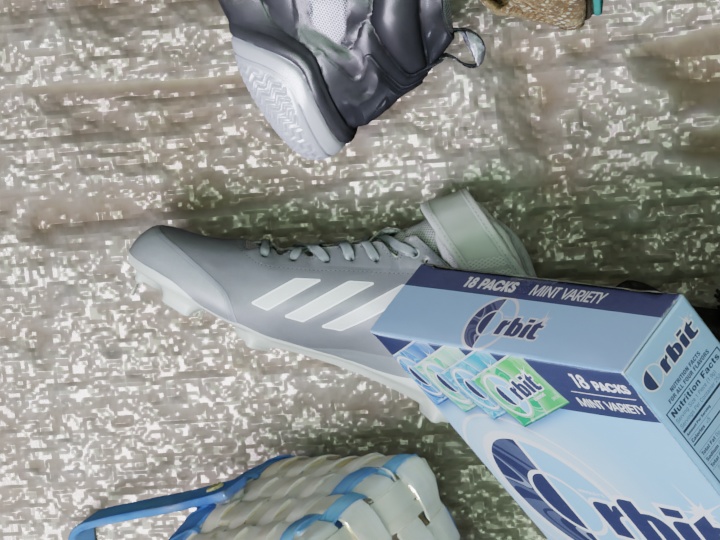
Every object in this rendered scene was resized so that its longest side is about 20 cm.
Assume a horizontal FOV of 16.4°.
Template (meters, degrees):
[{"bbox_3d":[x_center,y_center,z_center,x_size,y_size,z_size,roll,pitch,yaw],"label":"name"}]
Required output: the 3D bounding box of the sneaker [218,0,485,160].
[{"bbox_3d":[-0.022,-0.156,1.081,0.113,0.076,0.201,-25,103,13],"label":"sneaker"}]

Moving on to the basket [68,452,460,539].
[{"bbox_3d":[-0.036,0.170,1.130,0.200,0.139,0.177,-24,98,48],"label":"basket"}]

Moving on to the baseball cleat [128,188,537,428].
[{"bbox_3d":[0.000,0.000,1.121,0.199,0.070,0.107,22,99,-7],"label":"baseball cleat"}]

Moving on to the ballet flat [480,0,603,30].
[{"bbox_3d":[0.066,-0.150,1.009,0.065,0.200,0.071,0,68,6],"label":"ballet flat"}]

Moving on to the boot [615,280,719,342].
[{"bbox_3d":[0.220,-0.004,1.082,0.199,0.069,0.175,24,105,-8],"label":"boot"}]

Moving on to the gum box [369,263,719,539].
[{"bbox_3d":[0.118,0.085,1.034,0.045,0.170,0.200,-50,119,-20],"label":"gum box"}]
